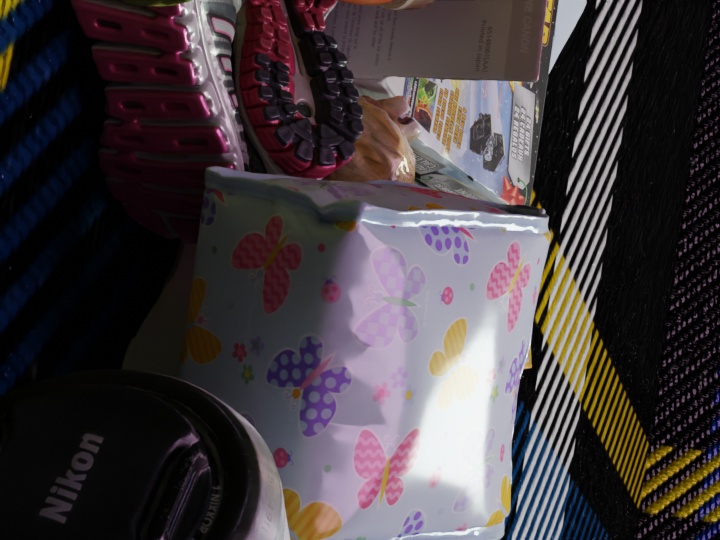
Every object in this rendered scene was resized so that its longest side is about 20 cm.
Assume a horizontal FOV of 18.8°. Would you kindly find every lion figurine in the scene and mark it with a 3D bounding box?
[{"bbox_3d":[0.000,0.000,1.193,0.072,0.122,0.201,-32,153,-41],"label":"lion figurine"}]

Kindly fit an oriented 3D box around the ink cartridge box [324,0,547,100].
[{"bbox_3d":[0.026,-0.191,1.192,0.045,0.174,0.202,48,48,-68],"label":"ink cartridge box"}]

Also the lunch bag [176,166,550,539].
[{"bbox_3d":[0.009,0.044,1.043,0.199,0.126,0.171,1,100,-48],"label":"lunch bag"}]

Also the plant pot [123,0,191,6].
[{"bbox_3d":[-0.080,-0.212,0.838,0.201,0.199,0.185,62,48,-64],"label":"plant pot"}]

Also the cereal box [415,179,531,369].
[{"bbox_3d":[0.048,-0.035,1.317,0.143,0.039,0.202,-5,91,-54],"label":"cereal box"}]

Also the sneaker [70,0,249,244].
[{"bbox_3d":[-0.085,-0.102,1.031,0.088,0.073,0.201,-67,156,-43],"label":"sneaker"}]

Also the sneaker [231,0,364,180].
[{"bbox_3d":[-0.055,-0.121,1.121,0.075,0.080,0.201,-43,-139,43],"label":"sneaker"}]

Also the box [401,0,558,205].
[{"bbox_3d":[0.061,-0.145,1.282,0.137,0.040,0.202,32,60,-45],"label":"box"}]

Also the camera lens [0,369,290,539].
[{"bbox_3d":[-0.102,0.154,0.907,0.161,0.158,0.201,-68,158,-45],"label":"camera lens"}]

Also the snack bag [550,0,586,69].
[{"bbox_3d":[0.068,-0.153,1.392,0.190,0.021,0.200,-60,144,-15],"label":"snack bag"}]

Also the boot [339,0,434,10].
[{"bbox_3d":[-0.035,-0.224,1.110,0.107,0.075,0.201,-8,65,-37],"label":"boot"}]

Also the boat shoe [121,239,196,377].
[{"bbox_3d":[-0.071,0.030,1.135,0.093,0.074,0.201,85,20,-61],"label":"boat shoe"}]
